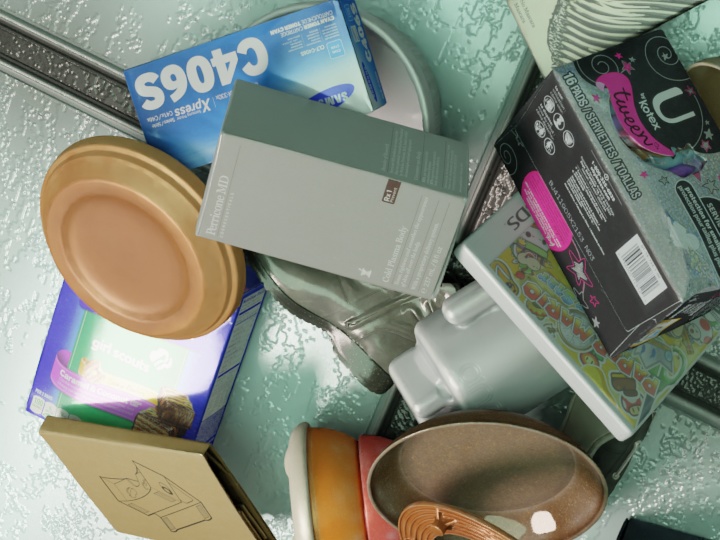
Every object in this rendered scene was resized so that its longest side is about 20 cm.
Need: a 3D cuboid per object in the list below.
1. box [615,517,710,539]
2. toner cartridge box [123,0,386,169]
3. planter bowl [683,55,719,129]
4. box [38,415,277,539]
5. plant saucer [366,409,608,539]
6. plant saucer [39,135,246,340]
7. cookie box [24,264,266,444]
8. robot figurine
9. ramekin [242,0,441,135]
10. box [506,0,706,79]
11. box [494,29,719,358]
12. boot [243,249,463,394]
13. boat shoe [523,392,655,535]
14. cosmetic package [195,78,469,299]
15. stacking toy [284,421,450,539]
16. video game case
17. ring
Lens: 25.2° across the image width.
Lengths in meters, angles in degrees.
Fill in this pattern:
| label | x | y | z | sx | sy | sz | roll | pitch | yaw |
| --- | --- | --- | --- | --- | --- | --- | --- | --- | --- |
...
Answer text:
| label | x | y | z | sx | sy | sz | roll | pitch | yaw |
| --- | --- | --- | --- | --- | --- | --- | --- | --- | --- |
| box | 0.300 | 0.278 | 1.333 | 0.198 | 0.158 | 0.052 | 14 | 106 | 15 |
| toner cartridge box | -0.087 | -0.149 | 1.308 | 0.198 | 0.043 | 0.096 | -16 | 99 | 20 |
| planter bowl | 0.351 | -0.093 | 1.228 | 0.134 | 0.200 | 0.202 | -25 | 94 | -8 |
| box | -0.182 | 0.200 | 1.466 | 0.198 | 0.021 | 0.164 | 6 | 140 | 34 |
| plant saucer | 0.105 | 0.170 | 1.331 | 0.198 | 0.037 | 0.202 | 4 | 139 | 3 |
| plant saucer | -0.191 | -0.018 | 1.362 | 0.198 | 0.038 | 0.202 | 17 | 132 | 19 |
| cookie box | -0.198 | 0.067 | 1.486 | 0.170 | 0.075 | 0.202 | 24 | 108 | 11 |
| robot figurine | 0.124 | 0.062 | 1.348 | 0.199 | 0.170 | 0.113 | -33 | 49 | -1 |
| ramekin | -0.024 | -0.130 | 1.371 | 0.198 | 0.105 | 0.203 | 4 | 103 | 16 |
| box | 0.224 | -0.232 | 1.289 | 0.199 | 0.068 | 0.083 | -28 | 92 | 22 |
| box | 0.215 | -0.060 | 1.247 | 0.201 | 0.114 | 0.132 | 62 | 155 | 12 |
| boot | 0.000 | 0.000 | 1.422 | 0.200 | 0.068 | 0.131 | 44 | 106 | -4 |
| boat shoe | 0.208 | 0.147 | 1.395 | 0.067 | 0.057 | 0.201 | 46 | 111 | 40 |
| cosmetic package | -0.022 | -0.064 | 1.260 | 0.198 | 0.091 | 0.108 | 12 | 127 | -6 |
| stacking toy | 0.037 | 0.199 | 1.429 | 0.197 | 0.146 | 0.148 | -7 | 101 | 3 |
| video game case | 0.196 | 0.008 | 1.303 | 0.200 | 0.182 | 0.023 | 48 | 145 | 2 |
| ring | 0.110 | 0.264 | 1.323 | 0.199 | 0.019 | 0.201 | 31 | 150 | 20 |
